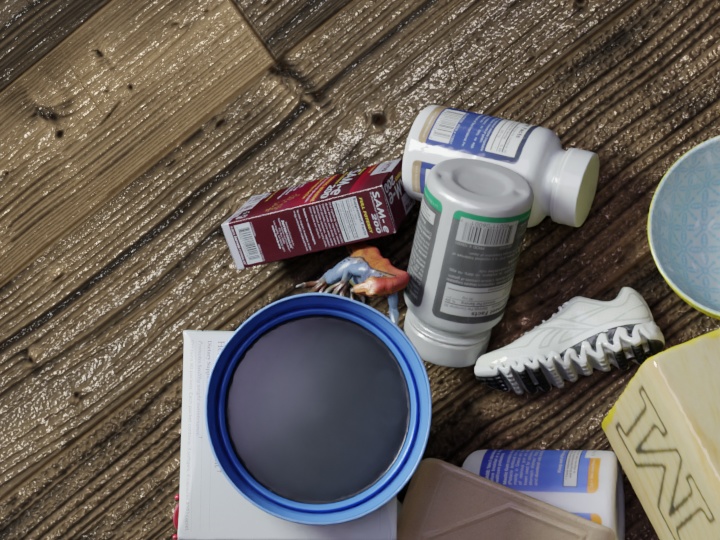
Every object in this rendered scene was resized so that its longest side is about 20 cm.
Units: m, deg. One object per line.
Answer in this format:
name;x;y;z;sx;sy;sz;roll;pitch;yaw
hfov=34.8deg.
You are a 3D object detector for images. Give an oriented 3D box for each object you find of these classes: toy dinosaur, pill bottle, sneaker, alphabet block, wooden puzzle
toy dinosaur;0.000;0.000;1.243;0.181;0.105;0.201;-31;51;58
pill bottle;0.107;-0.006;1.208;0.113;0.113;0.201;26;124;24
sneaker;0.216;0.076;1.221;0.199;0.075;0.081;-15;61;7
pill bottle;0.162;0.238;1.164;0.199;0.112;0.113;-2;74;19
alphabet block;0.362;0.167;1.043;0.195;0.197;0.201;-20;67;-13
pill bottle;0.156;-0.111;1.270;0.199;0.111;0.111;16;80;23
wooden puzzle;0.121;0.295;1.102;0.199;0.037;0.186;20;98;7

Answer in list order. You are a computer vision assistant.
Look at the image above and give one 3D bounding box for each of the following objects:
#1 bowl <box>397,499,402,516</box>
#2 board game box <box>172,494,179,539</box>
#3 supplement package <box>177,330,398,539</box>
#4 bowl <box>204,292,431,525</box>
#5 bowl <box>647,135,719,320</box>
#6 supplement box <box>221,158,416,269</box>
bowl;-0.016;0.319;1.214;0.200;0.090;0.202;-5;73;17
board game box;-0.173;0.279;1.241;0.200;0.039;0.159;-51;50;47
supplement package;-0.067;0.157;1.104;0.199;0.147;0.192;0;83;-3
bowl;-0.037;0.122;1.016;0.199;0.039;0.202;0;82;-4
bowl;0.396;-0.029;1.161;0.199;0.108;0.201;-6;69;17
supplement box;-0.046;-0.065;1.317;0.199;0.109;0.061;-12;108;19
